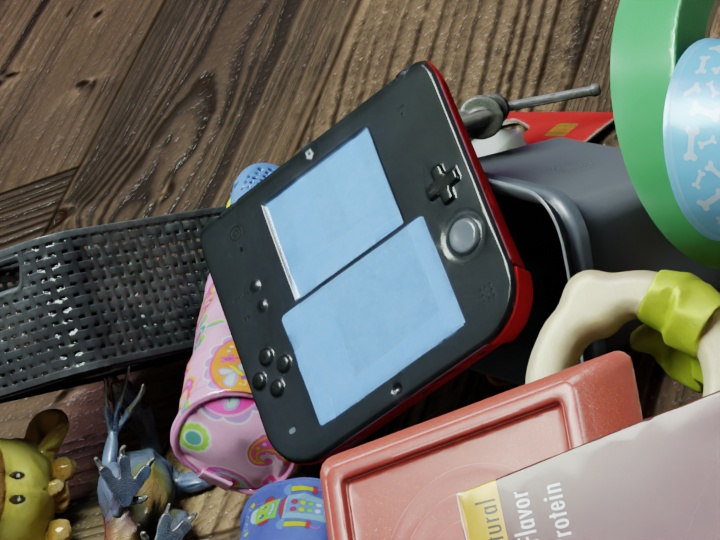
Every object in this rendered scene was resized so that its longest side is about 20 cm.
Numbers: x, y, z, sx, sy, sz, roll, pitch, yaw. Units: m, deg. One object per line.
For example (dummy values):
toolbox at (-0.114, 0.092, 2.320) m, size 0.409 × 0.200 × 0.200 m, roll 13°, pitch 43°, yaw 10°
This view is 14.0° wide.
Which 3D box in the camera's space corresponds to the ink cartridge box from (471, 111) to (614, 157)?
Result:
ink cartridge box at (0.048, -0.075, 1.975) m, size 0.176 × 0.045 × 0.200 m, roll -42°, pitch 27°, yaw -30°

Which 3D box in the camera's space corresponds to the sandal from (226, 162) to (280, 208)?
sandal at (-0.026, -0.009, 1.814) m, size 0.200 × 0.079 × 0.087 m, roll 59°, pitch 136°, yaw 46°

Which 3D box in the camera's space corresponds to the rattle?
rattle at (0.154, 0.105, 1.621) m, size 0.130 × 0.143 × 0.200 m, roll 3°, pitch 81°, yaw 3°

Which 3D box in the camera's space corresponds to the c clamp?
c clamp at (0.057, -0.094, 1.850) m, size 0.171 × 0.027 × 0.200 m, roll -14°, pitch 4°, yaw 13°

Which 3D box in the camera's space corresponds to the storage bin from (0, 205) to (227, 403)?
storage bin at (-0.176, 0.025, 1.948) m, size 0.135 × 0.094 × 0.200 m, roll -17°, pitch -4°, yaw 36°

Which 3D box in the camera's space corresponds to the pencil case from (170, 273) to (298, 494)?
pencil case at (-0.067, 0.057, 1.847) m, size 0.087 × 0.087 × 0.200 m, roll -27°, pitch 26°, yaw 18°

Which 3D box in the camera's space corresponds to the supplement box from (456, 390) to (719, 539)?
supplement box at (0.177, 0.170, 1.319) m, size 0.200 × 0.133 × 0.197 m, roll -24°, pitch 61°, yaw 22°

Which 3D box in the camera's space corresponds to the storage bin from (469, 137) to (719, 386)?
storage bin at (0.121, -0.007, 1.750) m, size 0.134 × 0.146 × 0.200 m, roll -19°, pitch 18°, yaw -28°

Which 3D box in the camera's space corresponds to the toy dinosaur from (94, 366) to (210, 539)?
toy dinosaur at (-0.153, 0.134, 1.880) m, size 0.200 × 0.105 × 0.181 m, roll -52°, pitch 11°, yaw -6°

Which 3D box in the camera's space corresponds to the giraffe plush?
giraffe plush at (-0.275, 0.158, 1.940) m, size 0.162 × 0.173 × 0.200 m, roll -5°, pitch 6°, yaw 29°

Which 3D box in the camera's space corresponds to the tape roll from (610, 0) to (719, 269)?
tape roll at (0.223, -0.101, 1.685) m, size 0.048 × 0.200 × 0.200 m, roll -8°, pitch 40°, yaw 43°

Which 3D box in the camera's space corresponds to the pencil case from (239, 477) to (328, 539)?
pencil case at (-0.039, 0.206, 1.639) m, size 0.078 × 0.087 × 0.200 m, roll -22°, pitch 30°, yaw 22°

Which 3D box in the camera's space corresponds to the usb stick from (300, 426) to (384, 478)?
usb stick at (0.000, 0.061, 1.869) m, size 0.055 × 0.033 × 0.200 m, roll -18°, pitch 33°, yaw 23°

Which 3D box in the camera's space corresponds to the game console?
game console at (0.000, 0.000, 1.704) m, size 0.200 × 0.031 × 0.177 m, roll -36°, pitch 66°, yaw 29°

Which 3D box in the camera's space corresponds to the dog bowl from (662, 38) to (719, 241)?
dog bowl at (0.242, -0.063, 1.622) m, size 0.050 × 0.200 × 0.112 m, roll -3°, pitch 76°, yaw 39°

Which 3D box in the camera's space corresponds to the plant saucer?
plant saucer at (0.065, 0.157, 1.551) m, size 0.200 × 0.037 × 0.200 m, roll -22°, pitch 60°, yaw 25°
